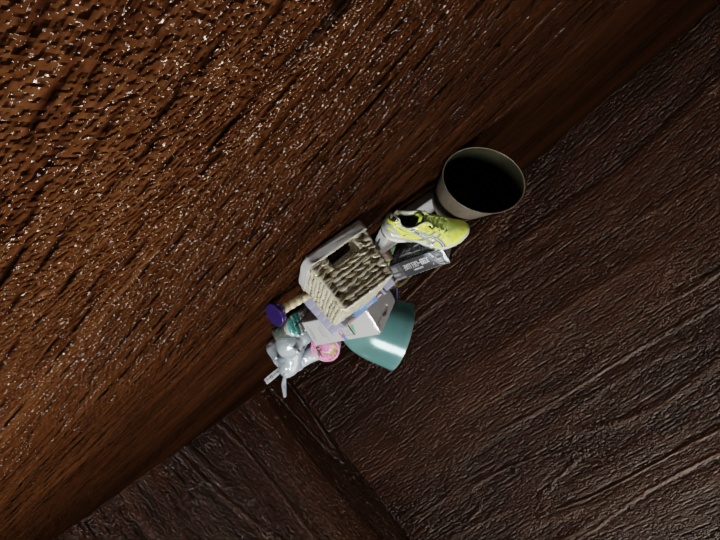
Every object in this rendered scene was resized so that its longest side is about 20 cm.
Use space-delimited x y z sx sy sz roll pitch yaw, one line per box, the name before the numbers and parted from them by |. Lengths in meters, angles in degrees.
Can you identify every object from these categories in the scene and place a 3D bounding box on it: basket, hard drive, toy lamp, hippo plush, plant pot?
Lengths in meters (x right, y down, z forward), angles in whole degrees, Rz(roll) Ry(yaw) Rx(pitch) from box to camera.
basket | -0.030 0.013 1.064 0.135 0.124 0.200 -36 174 -16
hard drive | 0.111 -0.116 1.335 0.200 0.027 0.132 -35 163 -32
toy lamp | -0.112 0.050 1.176 0.200 0.058 0.058 -34 173 -42
basket | 0.240 -0.177 1.217 0.200 0.179 0.137 149 -49 -81
hippo plush | -0.214 0.215 1.580 0.200 0.159 0.161 -43 151 -31
plant pot | 0.042 0.163 1.558 0.201 0.160 0.202 -161 -90 -80

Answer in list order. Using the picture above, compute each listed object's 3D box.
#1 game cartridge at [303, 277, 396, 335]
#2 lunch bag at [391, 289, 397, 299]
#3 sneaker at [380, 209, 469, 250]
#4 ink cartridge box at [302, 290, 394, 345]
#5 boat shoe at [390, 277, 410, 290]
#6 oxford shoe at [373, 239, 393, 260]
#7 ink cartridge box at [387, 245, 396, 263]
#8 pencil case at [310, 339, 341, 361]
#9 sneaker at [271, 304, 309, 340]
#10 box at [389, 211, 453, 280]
game cartridge | -0.029 0.046 1.283 0.200 0.130 0.038 -40 -177 10
lunch bag | 0.037 0.096 1.758 0.201 0.123 0.170 -64 -154 8
sneaker | 0.147 -0.093 1.200 0.198 0.076 0.076 1 160 -10
ink cartridge box | -0.029 0.104 1.418 0.199 0.084 0.145 -14 -152 30
boat shoe | 0.088 0.022 1.603 0.063 0.074 0.200 -32 174 32
oxford shoe | -0.003 0.004 1.402 0.200 0.073 0.071 -41 174 21
ink cartridge box | 0.090 -0.035 1.625 0.145 0.048 0.200 -21 176 4
pencil case | -0.092 0.175 1.579 0.200 0.082 0.087 -82 175 -65
sneaker | -0.171 0.138 1.487 0.091 0.078 0.200 -24 178 26
box | 0.167 -0.074 1.415 0.157 0.050 0.201 -22 -151 31
